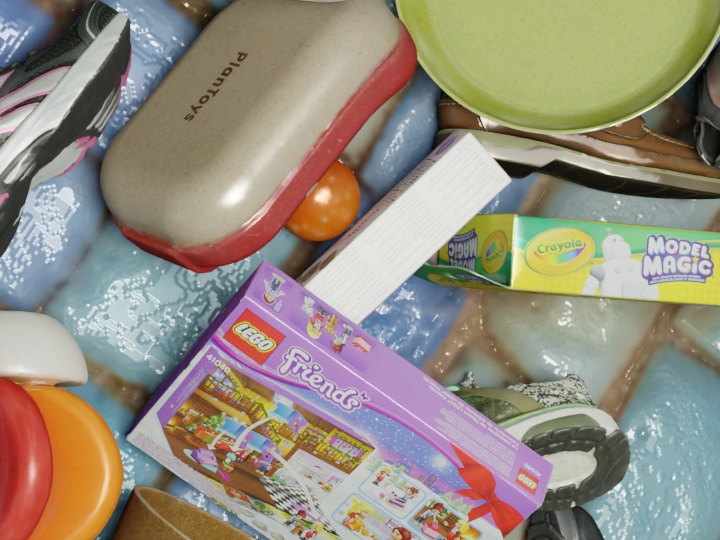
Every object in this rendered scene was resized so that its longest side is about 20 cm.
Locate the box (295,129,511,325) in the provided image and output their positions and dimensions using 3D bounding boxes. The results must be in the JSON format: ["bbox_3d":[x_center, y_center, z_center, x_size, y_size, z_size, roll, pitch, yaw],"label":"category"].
[{"bbox_3d":[0.000,0.000,1.190,0.200,0.039,0.041,-44,101,-4],"label":"box"}]

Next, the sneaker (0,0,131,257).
[{"bbox_3d":[-0.204,-0.082,1.132,0.086,0.080,0.200,33,64,7],"label":"sneaker"}]

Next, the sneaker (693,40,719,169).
[{"bbox_3d":[0.229,-0.099,1.246,0.077,0.200,0.082,39,93,18],"label":"sneaker"}]

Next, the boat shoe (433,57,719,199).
[{"bbox_3d":[0.144,-0.087,1.258,0.200,0.072,0.068,9,82,-19],"label":"boat shoe"}]

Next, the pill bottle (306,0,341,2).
[{"bbox_3d":[-0.026,-0.258,1.121,0.111,0.111,0.200,18,82,-17],"label":"pill bottle"}]

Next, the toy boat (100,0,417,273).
[{"bbox_3d":[-0.043,-0.069,1.179,0.200,0.130,0.131,-52,132,-16],"label":"toy boat"}]

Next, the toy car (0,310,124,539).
[{"bbox_3d":[-0.220,0.105,1.065,0.200,0.150,0.175,3,84,-20],"label":"toy car"}]

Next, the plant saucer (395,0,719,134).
[{"bbox_3d":[0.120,-0.173,1.215,0.200,0.031,0.200,-2,77,8],"label":"plant saucer"}]

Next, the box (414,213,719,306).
[{"bbox_3d":[0.134,-0.006,1.222,0.200,0.117,0.048,2,90,-20],"label":"box"}]

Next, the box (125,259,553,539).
[{"bbox_3d":[-0.013,0.101,1.144,0.200,0.137,0.039,36,37,-8],"label":"box"}]

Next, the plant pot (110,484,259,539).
[{"bbox_3d":[-0.093,0.246,1.098,0.186,0.186,0.200,32,89,-14],"label":"plant pot"}]

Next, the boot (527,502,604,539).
[{"bbox_3d":[0.208,0.204,1.255,0.200,0.066,0.165,-10,96,-18],"label":"boot"}]

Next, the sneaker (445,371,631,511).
[{"bbox_3d":[0.055,0.100,1.218,0.200,0.089,0.077,-3,124,-3],"label":"sneaker"}]
